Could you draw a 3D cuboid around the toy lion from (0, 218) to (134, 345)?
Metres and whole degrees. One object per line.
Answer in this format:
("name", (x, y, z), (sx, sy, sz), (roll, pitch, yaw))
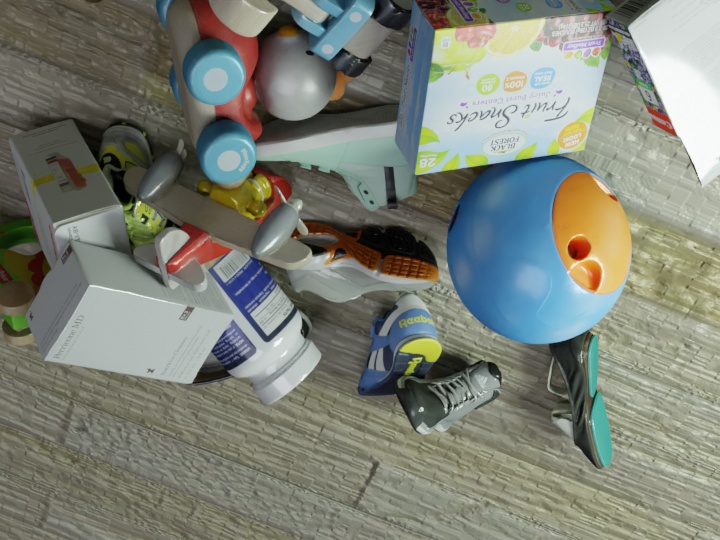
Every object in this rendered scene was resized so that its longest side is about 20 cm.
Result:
("toy lion", (-0.377, -0.004, 1.589), (0.200, 0.190, 0.069), (40, 144, 36))

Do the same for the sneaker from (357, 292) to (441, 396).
("sneaker", (0.046, 0.100, 1.618), (0.073, 0.083, 0.200), (-3, 154, -23))

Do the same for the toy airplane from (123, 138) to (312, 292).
("toy airplane", (-0.160, -0.066, 1.422), (0.197, 0.200, 0.143), (3, 120, -13))

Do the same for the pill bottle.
("pill bottle", (-0.143, 0.056, 1.569), (0.115, 0.116, 0.201), (-32, 101, 34))

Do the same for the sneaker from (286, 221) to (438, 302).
("sneaker", (0.000, 0.000, 1.550), (0.197, 0.076, 0.093), (10, 139, 17))

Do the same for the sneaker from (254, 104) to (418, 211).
("sneaker", (-0.031, -0.113, 1.449), (0.197, 0.074, 0.120), (-4, 122, 14))

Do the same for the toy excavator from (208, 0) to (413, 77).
("toy excavator", (-0.050, -0.267, 1.238), (0.198, 0.196, 0.100), (25, 134, -26))

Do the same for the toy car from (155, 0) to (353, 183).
("toy car", (-0.097, -0.218, 1.354), (0.197, 0.185, 0.179), (-14, 129, -11))

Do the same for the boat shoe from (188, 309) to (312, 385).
("boat shoe", (-0.154, 0.102, 1.673), (0.197, 0.061, 0.074), (-14, 123, 25))

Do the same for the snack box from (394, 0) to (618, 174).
("snack box", (0.142, -0.192, 1.289), (0.197, 0.068, 0.170), (-8, 133, -18))

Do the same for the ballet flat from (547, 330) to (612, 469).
("ballet flat", (0.271, 0.157, 1.610), (0.067, 0.068, 0.203), (2, 120, 26))

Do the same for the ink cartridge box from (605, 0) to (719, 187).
("ink cartridge box", (0.330, -0.195, 1.272), (0.108, 0.050, 0.201), (-36, 120, -5))

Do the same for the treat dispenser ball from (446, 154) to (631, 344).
("treat dispenser ball", (0.191, -0.024, 1.383), (0.198, 0.202, 0.203), (7, 131, 9))

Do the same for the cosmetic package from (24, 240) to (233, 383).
("cosmetic package", (-0.254, 0.049, 1.423), (0.198, 0.081, 0.113), (11, 122, -43))

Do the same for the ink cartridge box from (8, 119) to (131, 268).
("ink cartridge box", (-0.330, -0.058, 1.492), (0.082, 0.200, 0.147), (-18, 131, -18))

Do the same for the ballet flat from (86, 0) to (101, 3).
("ballet flat", (-0.259, -0.358, 1.313), (0.072, 0.068, 0.202), (23, 130, 24))

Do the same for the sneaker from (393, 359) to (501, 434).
("sneaker", (0.115, 0.144, 1.584), (0.114, 0.200, 0.076), (-29, 78, 11))

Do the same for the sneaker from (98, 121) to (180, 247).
("sneaker", (-0.272, -0.076, 1.547), (0.074, 0.077, 0.202), (-6, 128, 18))
